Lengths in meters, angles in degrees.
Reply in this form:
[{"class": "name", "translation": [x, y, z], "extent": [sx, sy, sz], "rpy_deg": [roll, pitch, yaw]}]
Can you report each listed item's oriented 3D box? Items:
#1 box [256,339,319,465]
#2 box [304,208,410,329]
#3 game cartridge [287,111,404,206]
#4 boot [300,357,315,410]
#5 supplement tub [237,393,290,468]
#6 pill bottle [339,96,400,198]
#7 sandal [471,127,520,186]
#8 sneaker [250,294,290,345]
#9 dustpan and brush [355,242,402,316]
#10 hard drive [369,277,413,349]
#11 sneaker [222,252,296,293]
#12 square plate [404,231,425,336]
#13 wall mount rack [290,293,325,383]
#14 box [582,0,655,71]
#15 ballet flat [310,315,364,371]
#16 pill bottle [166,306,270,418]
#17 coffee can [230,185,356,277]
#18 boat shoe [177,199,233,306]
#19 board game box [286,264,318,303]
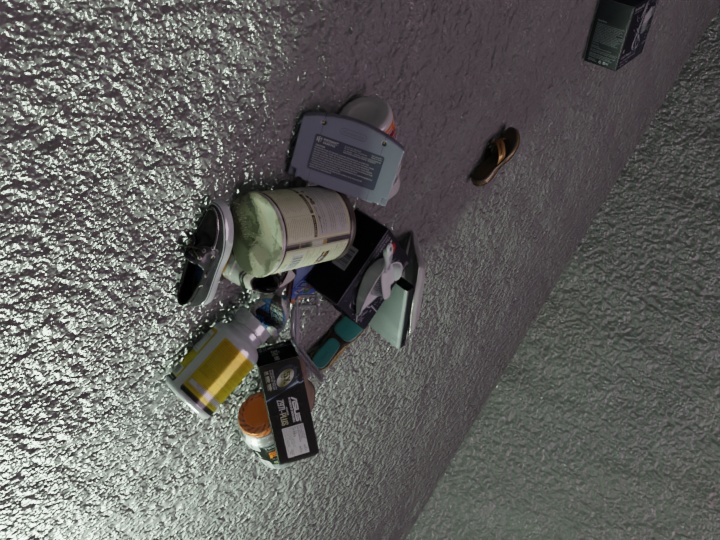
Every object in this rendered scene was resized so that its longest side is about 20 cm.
[{"class": "box", "translation": [-0.153, 0.264, 1.314], "extent": [0.084, 0.164, 0.205], "rpy_deg": [-13, 97, -11]}, {"class": "box", "translation": [0.000, 0.000, 1.446], "extent": [0.202, 0.103, 0.182], "rpy_deg": [-55, 152, -6]}, {"class": "game cartridge", "translation": [-0.024, -0.211, 1.181], "extent": [0.042, 0.196, 0.136], "rpy_deg": [-87, -164, -70]}, {"class": "boot", "translation": [-0.151, 0.280, 1.478], "extent": [0.146, 0.068, 0.205], "rpy_deg": [-74, 158, -76]}, {"class": "supplement tub", "translation": [-0.211, 0.373, 1.496], "extent": [0.123, 0.122, 0.202], "rpy_deg": [-46, 149, -19]}, {"class": "pill bottle", "translation": [0.025, -0.238, 1.289], "extent": [0.110, 0.109, 0.202], "rpy_deg": [-46, 149, -19]}, {"class": "sandal", "translation": [0.376, -0.326, 1.798], "extent": [0.201, 0.080, 0.054], "rpy_deg": [-50, 129, -5]}, {"class": "sneaker", "translation": [-0.174, 0.077, 1.302], "extent": [0.087, 0.074, 0.200], "rpy_deg": [-57, 180, -26]}, {"class": "dustpan and brush", "translation": [0.047, 0.007, 1.357], "extent": [0.139, 0.057, 0.203], "rpy_deg": [-40, 145, -29]}, {"class": "hard drive", "translation": [0.069, 0.085, 1.634], "extent": [0.033, 0.139, 0.203], "rpy_deg": [-28, 140, -34]}, {"class": "sneaker", "translation": [-0.178, 0.016, 1.242], "extent": [0.199, 0.087, 0.077], "rpy_deg": [3, 115, -59]}, {"class": "square plate", "translation": [0.139, 0.032, 1.661], "extent": [0.199, 0.028, 0.204], "rpy_deg": [-93, -172, -61]}, {"class": "wall mount rack", "translation": [-0.113, 0.149, 1.376], "extent": [0.200, 0.073, 0.178], "rpy_deg": [105, -15, -76]}, {"class": "box", "translation": [0.811, -0.761, 1.993], "extent": [0.199, 0.123, 0.200], "rpy_deg": [-36, 142, -34]}, {"class": "ballet flat", "translation": [-0.056, 0.178, 1.619], "extent": [0.200, 0.070, 0.071], "rpy_deg": [-46, 149, -21]}, {"class": "pill bottle", "translation": [-0.267, 0.172, 1.228], "extent": [0.201, 0.111, 0.113], "rpy_deg": [-48, 150, -15]}, {"class": "coffee can", "translation": [-0.123, -0.078, 1.176], "extent": [0.198, 0.145, 0.149], "rpy_deg": [-14, 130, -50]}, {"class": "boat shoe", "translation": [-0.272, -0.023, 1.088], "extent": [0.066, 0.070, 0.203], "rpy_deg": [-17, 139, -51]}, {"class": "board game box", "translation": [-0.085, -0.006, 1.434], "extent": [0.198, 0.019, 0.105], "rpy_deg": [-26, 137, -44]}]
